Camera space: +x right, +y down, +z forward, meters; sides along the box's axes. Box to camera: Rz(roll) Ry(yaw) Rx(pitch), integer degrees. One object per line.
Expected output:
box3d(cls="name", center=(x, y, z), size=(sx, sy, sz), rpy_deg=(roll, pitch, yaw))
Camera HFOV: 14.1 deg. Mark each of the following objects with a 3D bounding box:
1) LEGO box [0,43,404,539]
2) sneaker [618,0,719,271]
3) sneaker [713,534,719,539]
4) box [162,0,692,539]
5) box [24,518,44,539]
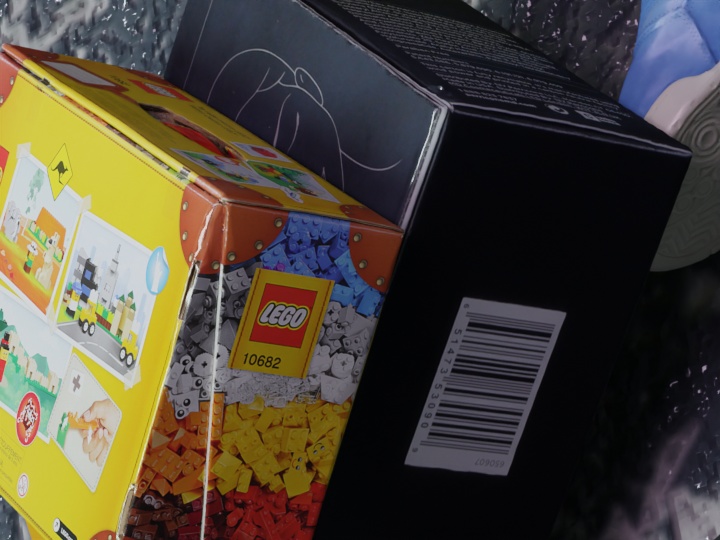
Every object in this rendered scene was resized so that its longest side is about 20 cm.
box3d(cls="LEGO box", center=(-0.082, 0.018, 1.073), size=(0.200, 0.077, 0.149), rpy_deg=(35, 111, 55))
box3d(cls="sneaker", center=(0.131, -0.106, 1.140), size=(0.111, 0.077, 0.201), rpy_deg=(38, 109, 49))
box3d(cls="sneaker", center=(0.167, 0.159, 1.018), size=(0.099, 0.071, 0.200), rpy_deg=(-54, 45, 19))
box3d(cls="box", center=(0.000, 0.000, 1.133), size=(0.197, 0.124, 0.201), rpy_deg=(40, 115, 51))
box3d(cls="box", center=(-0.080, 0.121, 1.208), size=(0.041, 0.119, 0.200), rpy_deg=(-39, 54, 27))
